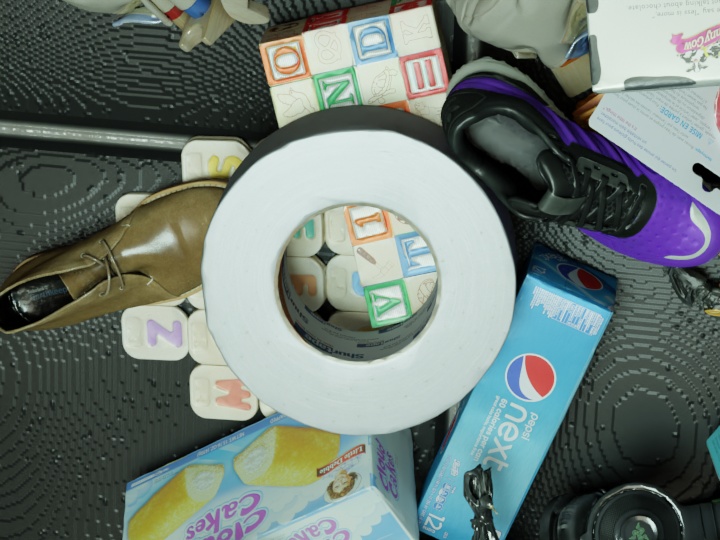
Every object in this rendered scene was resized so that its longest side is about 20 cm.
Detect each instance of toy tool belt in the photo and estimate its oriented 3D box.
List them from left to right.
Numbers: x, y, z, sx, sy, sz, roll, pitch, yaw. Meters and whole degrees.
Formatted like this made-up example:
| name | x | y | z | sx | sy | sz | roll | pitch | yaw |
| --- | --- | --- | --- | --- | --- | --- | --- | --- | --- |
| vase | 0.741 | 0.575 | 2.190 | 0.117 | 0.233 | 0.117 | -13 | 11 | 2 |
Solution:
| name | x | y | z | sx | sy | sz | roll | pitch | yaw |
| --- | --- | --- | --- | --- | --- | --- | --- | --- | --- |
| toy tool belt | -0.100 | -0.203 | 1.555 | 0.199 | 0.123 | 0.126 | -4 | 65 | 39 |
| toy tool belt | 0.152 | -0.207 | 1.543 | 0.122 | 0.125 | 0.200 | 28 | 113 | -27 |

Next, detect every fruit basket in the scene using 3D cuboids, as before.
| name | x | y | z | sx | sy | sz | roll | pitch | yaw |
| --- | --- | --- | --- | --- | --- | --- | --- | --- | --- |
| fruit basket | 0.251 | -0.131 | 1.515 | 0.185 | 0.094 | 0.201 | 30 | 96 | -27 |

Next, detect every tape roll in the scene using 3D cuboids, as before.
| name | x | y | z | sx | sy | sz | roll | pitch | yaw |
| --- | --- | --- | --- | --- | --- | --- | --- | --- | --- |
| tape roll | 0.000 | 0.000 | 1.580 | 0.199 | 0.066 | 0.202 | 1 | 106 | 2 |

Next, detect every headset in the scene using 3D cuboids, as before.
| name | x | y | z | sx | sy | sz | roll | pitch | yaw |
| --- | --- | --- | --- | --- | --- | --- | --- | --- | --- |
| headset | 0.159 | 0.161 | 1.626 | 0.199 | 0.123 | 0.095 | -7 | 83 | -27 |

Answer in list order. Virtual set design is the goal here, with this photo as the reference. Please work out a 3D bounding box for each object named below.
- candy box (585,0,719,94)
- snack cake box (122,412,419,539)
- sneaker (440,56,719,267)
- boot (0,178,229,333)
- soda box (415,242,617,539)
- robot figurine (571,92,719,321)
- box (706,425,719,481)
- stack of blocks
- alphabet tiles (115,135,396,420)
| name | x | y | z | sx | sy | sz | roll | pitch | yaw |
| --- | --- | --- | --- | --- | --- | --- | --- | --- | --- |
| candy box | 0.192 | -0.205 | 1.419 | 0.135 | 0.061 | 0.202 | -3 | 92 | 7 |
| snack cake box | -0.062 | 0.165 | 1.687 | 0.199 | 0.115 | 0.067 | -26 | 124 | 17 |
| sneaker | 0.133 | -0.050 | 1.532 | 0.199 | 0.100 | 0.070 | 29 | 113 | -1 |
| boot | -0.159 | -0.001 | 1.671 | 0.199 | 0.075 | 0.074 | -22 | 96 | 21 |
| soda box | 0.102 | 0.089 | 1.661 | 0.064 | 0.068 | 0.201 | 24 | 111 | 0 |
| robot figurine | 0.233 | -0.052 | 1.595 | 0.145 | 0.058 | 0.200 | -37 | 98 | 22 |
| box | 0.319 | 0.071 | 1.612 | 0.082 | 0.049 | 0.200 | 30 | 112 | -19 |
| stack of blocks | 0.014 | -0.070 | 1.624 | 0.114 | 0.059 | 0.201 | -12 | 105 | 7 |
| alphabet tiles | -0.072 | 0.008 | 1.698 | 0.194 | 0.015 | 0.201 | 2 | 108 | 10 |
